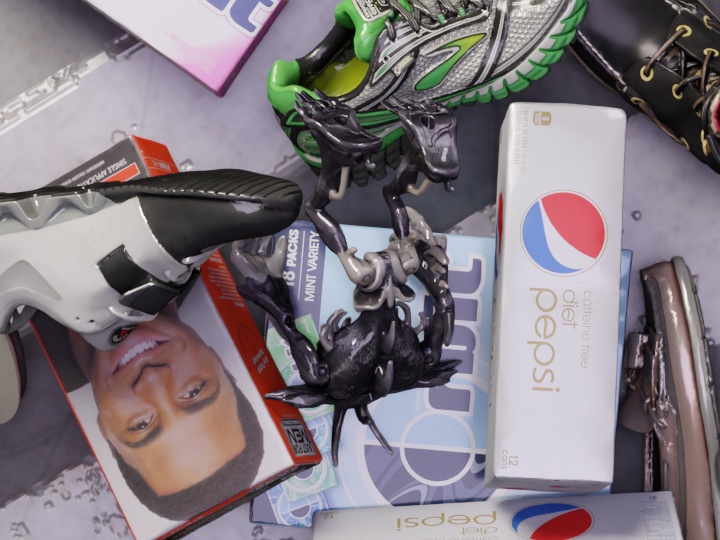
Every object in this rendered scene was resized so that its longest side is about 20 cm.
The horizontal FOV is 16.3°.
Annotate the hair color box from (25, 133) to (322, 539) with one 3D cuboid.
[{"bbox_3d":[-0.113,0.038,1.363,0.101,0.061,0.200,-29,81,11],"label":"hair color box"}]

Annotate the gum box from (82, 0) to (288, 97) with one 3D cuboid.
[{"bbox_3d":[-0.126,-0.199,1.383,0.200,0.066,0.114,35,90,-2],"label":"gum box"}]

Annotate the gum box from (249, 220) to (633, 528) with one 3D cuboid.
[{"bbox_3d":[0.044,0.064,1.402,0.200,0.045,0.170,5,89,-3],"label":"gum box"}]

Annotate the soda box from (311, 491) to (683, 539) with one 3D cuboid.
[{"bbox_3d":[0.074,0.168,1.354,0.200,0.064,0.068,-3,113,2],"label":"soda box"}]

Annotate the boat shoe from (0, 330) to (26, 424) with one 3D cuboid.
[{"bbox_3d":[-0.233,-0.006,1.367,0.071,0.063,0.200,-15,119,20],"label":"boat shoe"}]

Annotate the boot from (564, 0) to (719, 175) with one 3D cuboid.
[{"bbox_3d":[0.188,-0.097,1.347,0.200,0.151,0.073,43,94,-8],"label":"boot"}]

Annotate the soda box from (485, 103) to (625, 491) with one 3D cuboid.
[{"bbox_3d":[0.104,0.016,1.337,0.064,0.068,0.200,3,81,-1],"label":"soda box"}]

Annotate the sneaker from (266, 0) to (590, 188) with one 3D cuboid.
[{"bbox_3d":[0.039,-0.126,1.355,0.200,0.085,0.078,-37,47,9],"label":"sneaker"}]

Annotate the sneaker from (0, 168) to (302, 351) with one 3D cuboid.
[{"bbox_3d":[-0.113,-0.005,1.298,0.200,0.074,0.089,-6,95,30],"label":"sneaker"}]

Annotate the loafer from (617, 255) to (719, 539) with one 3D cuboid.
[{"bbox_3d":[0.171,0.095,1.397,0.063,0.072,0.200,-11,94,5],"label":"loafer"}]

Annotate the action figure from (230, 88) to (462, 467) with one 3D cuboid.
[{"bbox_3d":[0.000,0.000,1.331,0.119,0.102,0.200,-5,123,-21],"label":"action figure"}]
